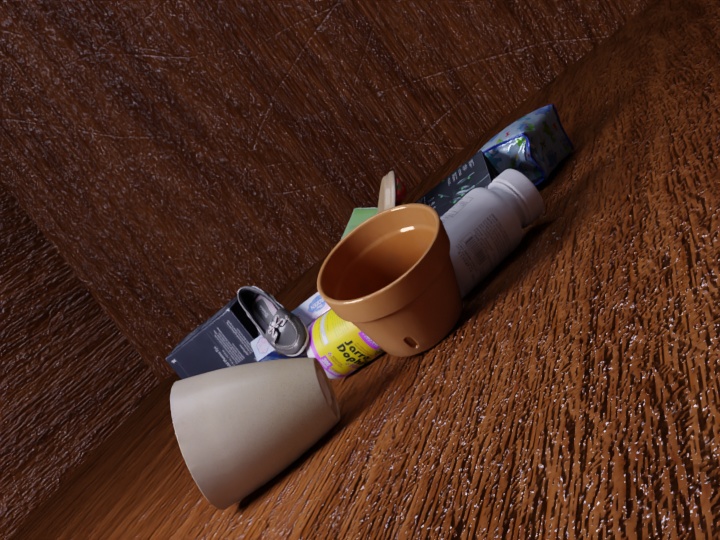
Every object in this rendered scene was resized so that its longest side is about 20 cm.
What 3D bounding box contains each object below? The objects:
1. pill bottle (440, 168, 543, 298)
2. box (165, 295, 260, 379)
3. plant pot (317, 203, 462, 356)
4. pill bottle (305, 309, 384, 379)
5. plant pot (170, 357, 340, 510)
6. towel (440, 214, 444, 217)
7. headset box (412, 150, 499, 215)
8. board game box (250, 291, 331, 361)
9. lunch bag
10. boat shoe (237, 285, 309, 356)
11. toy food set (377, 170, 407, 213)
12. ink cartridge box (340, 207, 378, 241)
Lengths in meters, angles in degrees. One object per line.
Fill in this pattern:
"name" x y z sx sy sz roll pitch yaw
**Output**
"pill bottle" 0.185 -0.060 1.502 0.199 0.115 0.114 -41 7 -16
"box" -0.247 0.182 1.925 0.181 0.201 0.104 -35 8 19
"plant pot" 0.057 0.024 1.376 0.197 0.141 0.202 -27 29 16
"pill bottle" 0.008 0.087 1.552 0.199 0.105 0.104 -36 7 33
"plant pot" -0.134 0.203 1.352 0.197 0.190 0.187 -24 8 6
"towel" 0.127 -0.034 1.588 0.197 0.049 0.113 -22 -41 -25
"headset box" 0.185 -0.105 1.752 0.199 0.093 0.175 -38 20 16
"board game box" -0.059 0.099 1.716 0.198 0.042 0.198 -37 -25 27
"lunch bag" 0.290 -0.214 1.890 0.198 0.129 0.170 -18 14 39
"boat shoe" -0.152 0.082 1.621 0.068 0.056 0.200 -58 36 5
"toy food set" 0.058 -0.082 1.806 0.047 0.203 0.200 4 -10 -4
"ink cartridge box" -0.003 -0.017 1.907 0.058 0.105 0.202 2 46 23
